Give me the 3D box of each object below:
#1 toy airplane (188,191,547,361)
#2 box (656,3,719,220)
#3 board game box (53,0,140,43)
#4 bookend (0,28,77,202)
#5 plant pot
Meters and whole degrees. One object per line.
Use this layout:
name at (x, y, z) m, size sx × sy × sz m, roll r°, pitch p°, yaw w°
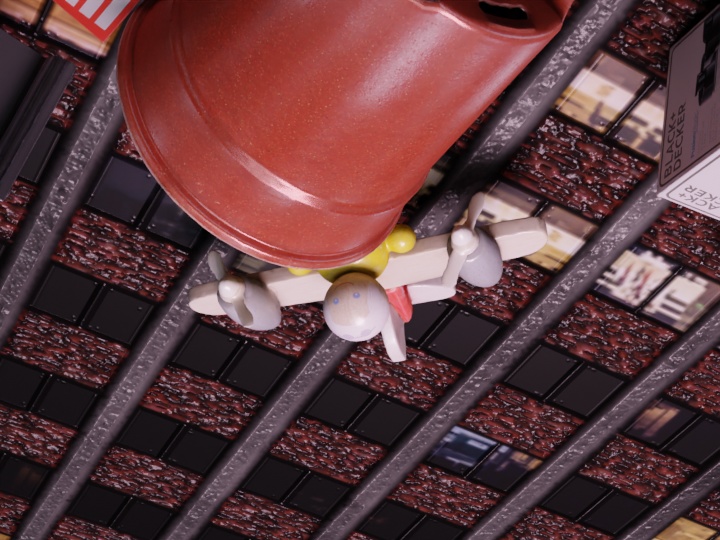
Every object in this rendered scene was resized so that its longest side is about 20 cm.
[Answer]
toy airplane at (0.000, 0.000, 0.880) m, size 0.198 × 0.142 × 0.200 m, roll 22°, pitch 131°, yaw -18°
box at (0.251, -0.119, 0.726) m, size 0.060 × 0.117 × 0.200 m, roll 17°, pitch 156°, yaw -13°
board game box at (-0.144, -0.232, 0.680) m, size 0.151 × 0.046 × 0.200 m, roll 39°, pitch 140°, yaw -16°
bookend at (-0.301, -0.120, 0.749) m, size 0.198 × 0.093 × 0.200 m, roll 33°, pitch 161°, yaw -27°
plant pot at (0.000, -0.133, 0.689) m, size 0.200 × 0.202 × 0.195 m, roll 28°, pitch 140°, yaw -22°
